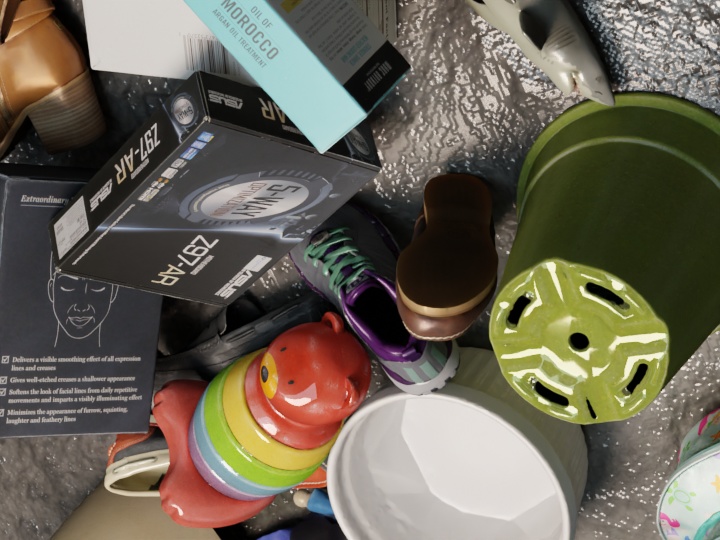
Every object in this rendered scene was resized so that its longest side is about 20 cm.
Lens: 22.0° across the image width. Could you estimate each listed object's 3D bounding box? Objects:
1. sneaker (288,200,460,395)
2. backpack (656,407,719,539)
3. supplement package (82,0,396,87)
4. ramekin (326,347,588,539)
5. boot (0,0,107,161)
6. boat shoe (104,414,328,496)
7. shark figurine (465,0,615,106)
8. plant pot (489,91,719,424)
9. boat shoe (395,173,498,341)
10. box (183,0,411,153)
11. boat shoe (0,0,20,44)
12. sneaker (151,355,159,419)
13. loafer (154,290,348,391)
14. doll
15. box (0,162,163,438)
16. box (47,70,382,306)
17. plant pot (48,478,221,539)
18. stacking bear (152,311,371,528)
[{"bbox_3d":[0.000,0.000,1.369,0.074,0.088,0.200,-41,63,0],"label":"sneaker"},{"bbox_3d":[0.315,0.191,1.342,0.177,0.151,0.200,-29,98,36],"label":"backpack"},{"bbox_3d":[-0.087,-0.222,1.305,0.199,0.111,0.156,9,121,20],"label":"supplement package"},{"bbox_3d":[0.084,0.156,1.448,0.200,0.105,0.201,12,121,19],"label":"ramekin"},{"bbox_3d":[-0.310,-0.157,1.474,0.199,0.074,0.155,-16,112,18],"label":"boot"},{"bbox_3d":[-0.115,0.164,1.551,0.199,0.063,0.071,4,134,7],"label":"boat shoe"},{"bbox_3d":[0.113,-0.205,1.232,0.090,0.214,0.128,-46,59,0],"label":"shark figurine"},{"bbox_3d":[0.174,0.008,1.269,0.199,0.190,0.201,12,123,19],"label":"plant pot"},{"bbox_3d":[0.064,0.003,1.313,0.070,0.200,0.071,9,118,7],"label":"boat shoe"},{"bbox_3d":[-0.061,-0.178,1.201,0.200,0.082,0.049,48,127,-6],"label":"box"},{"bbox_3d":[-0.239,-0.252,1.361,0.068,0.072,0.201,16,108,-7],"label":"boat shoe"},{"bbox_3d":[-0.240,0.076,1.566,0.200,0.089,0.074,44,125,-5],"label":"sneaker"},{"bbox_3d":[-0.096,0.057,1.505,0.200,0.068,0.071,-13,91,34],"label":"loafer"},{"bbox_3d":[-0.024,0.247,1.585,0.200,0.048,0.137,-29,104,38],"label":"doll"},{"bbox_3d":[-0.242,0.021,1.438,0.107,0.148,0.201,16,101,51],"label":"box"},{"bbox_3d":[-0.108,-0.054,1.347,0.160,0.044,0.200,14,139,-40],"label":"box"},{"bbox_3d":[-0.232,0.306,1.597,0.187,0.200,0.188,23,131,30],"label":"plant pot"},{"bbox_3d":[-0.063,0.104,1.392,0.113,0.122,0.200,8,149,-29],"label":"stacking bear"}]
